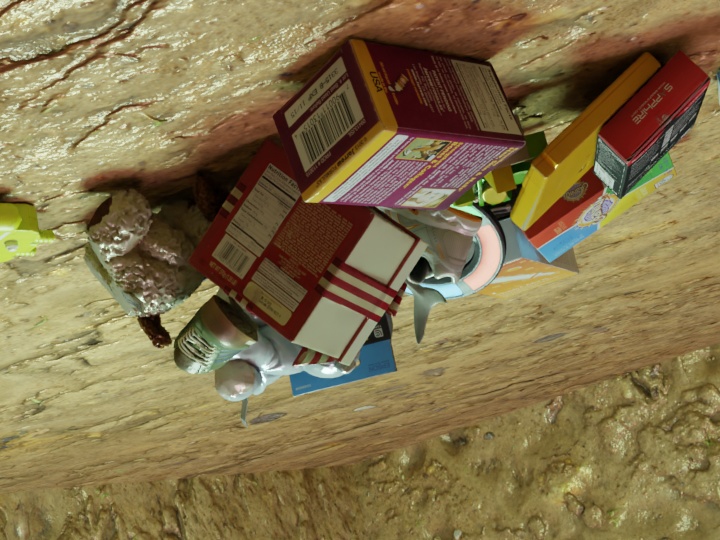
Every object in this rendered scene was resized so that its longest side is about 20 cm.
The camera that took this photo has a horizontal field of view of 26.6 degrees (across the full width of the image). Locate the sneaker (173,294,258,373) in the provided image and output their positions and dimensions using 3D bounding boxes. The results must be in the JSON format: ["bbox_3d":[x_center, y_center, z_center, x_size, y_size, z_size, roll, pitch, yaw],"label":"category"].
[{"bbox_3d":[-0.162,0.079,1.644,0.090,0.067,0.200,-42,180,1],"label":"sneaker"}]

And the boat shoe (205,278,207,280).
[{"bbox_3d":[-0.162,-0.024,1.841,0.199,0.067,0.071,-21,164,30],"label":"boat shoe"}]

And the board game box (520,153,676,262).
[{"bbox_3d":[0.294,-0.095,1.891,0.199,0.041,0.153,-35,162,9],"label":"board game box"}]

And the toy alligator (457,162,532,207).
[{"bbox_3d":[0.108,-0.097,1.774,0.197,0.060,0.055,-5,139,4],"label":"toy alligator"}]

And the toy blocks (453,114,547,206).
[{"bbox_3d":[0.086,-0.118,1.664,0.198,0.101,0.136,-17,-178,-21],"label":"toy blocks"}]

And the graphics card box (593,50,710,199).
[{"bbox_3d":[0.312,-0.153,1.644,0.126,0.051,0.200,-46,168,0],"label":"graphics card box"}]

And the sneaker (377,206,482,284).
[{"bbox_3d":[0.053,-0.035,1.745,0.075,0.093,0.199,16,179,-35],"label":"sneaker"}]

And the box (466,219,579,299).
[{"bbox_3d":[0.195,-0.033,2.056,0.123,0.099,0.199,-19,164,27],"label":"box"}]

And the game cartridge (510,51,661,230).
[{"bbox_3d":[0.240,-0.137,1.650,0.176,0.032,0.200,-43,169,-12],"label":"game cartridge"}]

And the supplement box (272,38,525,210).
[{"bbox_3d":[0.038,-0.135,1.458,0.198,0.104,0.131,2,149,-44],"label":"supplement box"}]

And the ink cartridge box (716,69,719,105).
[{"bbox_3d":[0.513,-0.176,1.708,0.197,0.127,0.128,-15,166,12],"label":"ink cartridge box"}]

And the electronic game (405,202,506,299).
[{"bbox_3d":[0.082,-0.036,1.875,0.197,0.042,0.201,9,137,8],"label":"electronic game"}]

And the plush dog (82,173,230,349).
[{"bbox_3d":[-0.202,-0.023,1.696,0.171,0.161,0.200,-35,174,-17],"label":"plush dog"}]

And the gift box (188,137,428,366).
[{"bbox_3d":[-0.064,-0.009,1.642,0.201,0.184,0.186,-52,156,6],"label":"gift box"}]

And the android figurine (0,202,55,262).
[{"bbox_3d":[-0.425,-0.034,1.624,0.198,0.042,0.181,3,160,-42],"label":"android figurine"}]

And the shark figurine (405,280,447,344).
[{"bbox_3d":[0.005,0.000,1.846,0.090,0.128,0.214,-45,135,10],"label":"shark figurine"}]

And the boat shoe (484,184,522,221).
[{"bbox_3d":[0.126,-0.065,1.927,0.197,0.069,0.073,-20,165,26],"label":"boat shoe"}]

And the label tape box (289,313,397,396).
[{"bbox_3d":[-0.036,0.053,1.975,0.142,0.203,0.063,-13,168,6],"label":"label tape box"}]

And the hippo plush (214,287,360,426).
[{"bbox_3d":[-0.084,0.098,1.829,0.158,0.202,0.160,-3,-155,11],"label":"hippo plush"}]
